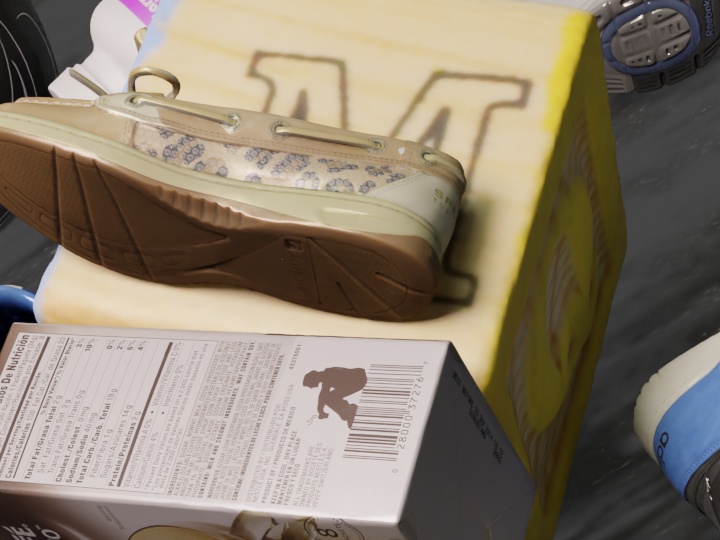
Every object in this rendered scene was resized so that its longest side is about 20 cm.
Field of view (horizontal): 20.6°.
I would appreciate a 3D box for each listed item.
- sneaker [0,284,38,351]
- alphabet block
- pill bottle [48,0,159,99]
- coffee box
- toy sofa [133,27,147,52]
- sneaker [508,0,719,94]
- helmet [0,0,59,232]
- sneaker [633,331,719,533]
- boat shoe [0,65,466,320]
[{"bbox_3d":[-0.155,0.078,1.049,0.074,0.082,0.200,-40,45,-6],"label":"sneaker"},{"bbox_3d":[0.000,0.000,0.897,0.198,0.196,0.198,9,62,19],"label":"alphabet block"},{"bbox_3d":[-0.089,-0.149,1.178,0.200,0.104,0.104,-44,44,-6],"label":"pill bottle"},{"bbox_3d":[-0.046,0.085,0.778,0.198,0.113,0.080,1,56,27],"label":"coffee box"},{"bbox_3d":[-0.018,-0.132,1.087,0.199,0.083,0.098,-37,77,-10],"label":"toy sofa"},{"bbox_3d":[0.102,-0.121,1.069,0.198,0.075,0.087,-16,30,18],"label":"sneaker"},{"bbox_3d":[-0.279,-0.094,1.196,0.198,0.192,0.200,-4,24,2],"label":"helmet"},{"bbox_3d":[0.217,0.038,0.839,0.200,0.077,0.111,-39,37,5],"label":"sneaker"},{"bbox_3d":[-0.058,-0.035,0.781,0.198,0.074,0.063,16,56,10],"label":"boat shoe"}]
